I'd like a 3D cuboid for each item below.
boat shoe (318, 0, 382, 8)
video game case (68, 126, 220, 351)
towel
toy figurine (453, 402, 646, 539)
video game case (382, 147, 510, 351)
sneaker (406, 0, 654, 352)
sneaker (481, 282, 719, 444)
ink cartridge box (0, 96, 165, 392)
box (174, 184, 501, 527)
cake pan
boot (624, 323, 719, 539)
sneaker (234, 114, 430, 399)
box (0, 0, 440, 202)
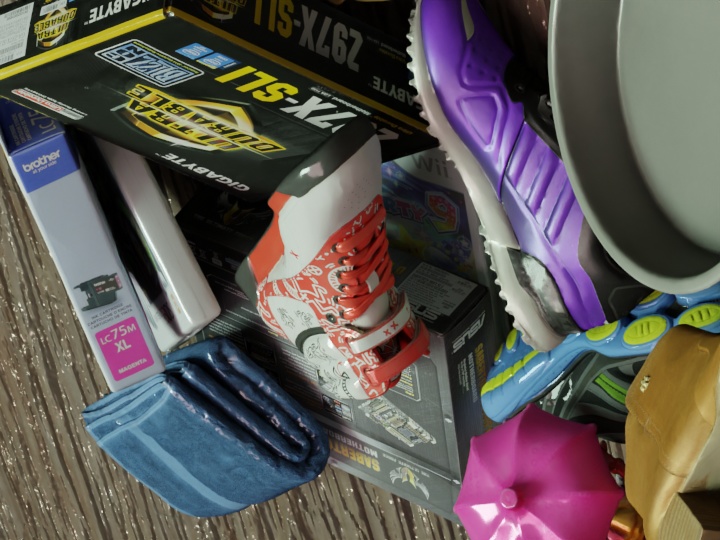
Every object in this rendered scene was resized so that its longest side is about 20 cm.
[{"bbox_3d":[-0.009,-0.176,1.446,0.200,0.065,0.073,19,145,59],"label":"boat shoe"},{"bbox_3d":[-0.143,-0.052,1.636,0.201,0.023,0.182,63,169,1],"label":"video game case"},{"bbox_3d":[-0.096,0.102,1.720,0.112,0.049,0.200,41,156,-10],"label":"towel"},{"bbox_3d":[0.127,0.135,1.505,0.150,0.200,0.184,-43,116,12],"label":"toy figurine"},{"bbox_3d":[0.019,-0.009,1.629,0.143,0.018,0.201,19,138,32],"label":"video game case"},{"bbox_3d":[0.099,-0.066,1.457,0.099,0.070,0.201,-20,100,25],"label":"sneaker"},{"bbox_3d":[0.146,0.044,1.529,0.082,0.071,0.199,29,146,-20],"label":"sneaker"},{"bbox_3d":[-0.168,-0.043,1.585,0.119,0.042,0.201,-120,6,-56],"label":"ink cartridge box"},{"bbox_3d":[-0.010,0.047,1.655,0.199,0.048,0.159,23,141,31],"label":"box"},{"bbox_3d":[0.151,-0.091,1.317,0.200,0.036,0.202,27,120,60],"label":"cake pan"},{"bbox_3d":[0.175,0.045,1.348,0.070,0.144,0.202,14,106,-16],"label":"boot"},{"bbox_3d":[0.001,0.000,1.488,0.108,0.067,0.202,48,155,8],"label":"sneaker"},{"bbox_3d":[-0.075,-0.101,1.485,0.199,0.050,0.159,23,153,-40],"label":"box"}]
